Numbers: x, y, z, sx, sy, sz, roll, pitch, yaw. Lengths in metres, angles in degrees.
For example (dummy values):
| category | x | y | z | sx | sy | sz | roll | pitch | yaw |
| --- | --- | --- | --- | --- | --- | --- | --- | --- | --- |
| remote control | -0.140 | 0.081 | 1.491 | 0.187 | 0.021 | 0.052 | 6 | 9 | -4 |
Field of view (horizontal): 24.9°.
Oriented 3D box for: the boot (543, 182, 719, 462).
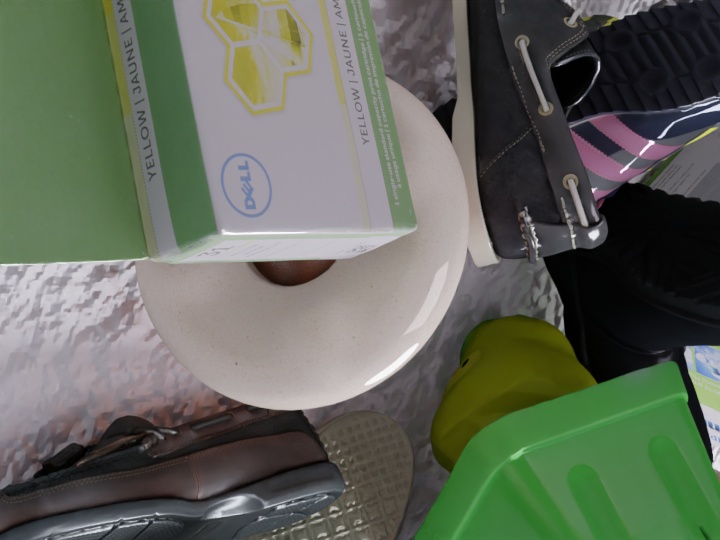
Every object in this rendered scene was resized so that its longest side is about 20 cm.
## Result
| category | x | y | z | sx | sy | sz | roll | pitch | yaw |
| --- | --- | --- | --- | --- | --- | --- | --- | --- | --- |
| boot | 0.172 | 0.046 | 0.881 | 0.076 | 0.200 | 0.169 | -28 | 118 | -20 |

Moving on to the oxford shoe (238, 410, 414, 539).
| category | x | y | z | sx | sy | sz | roll | pitch | yaw |
| --- | --- | --- | --- | --- | --- | --- | --- | --- | --- |
| oxford shoe | -0.037 | 0.160 | 0.824 | 0.201 | 0.075 | 0.058 | -62 | -175 | -18 |

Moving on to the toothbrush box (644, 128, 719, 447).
| category | x | y | z | sx | sy | sz | roll | pitch | yaw |
| --- | --- | --- | --- | --- | --- | --- | --- | --- | --- |
| toothbrush box | 0.255 | 0.001 | 1.060 | 0.146 | 0.086 | 0.201 | -45 | 137 | -26 |

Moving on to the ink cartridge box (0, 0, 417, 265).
| category | x | y | z | sx | sy | sz | roll | pitch | yaw |
| --- | --- | --- | --- | --- | --- | --- | --- | --- | --- |
| ink cartridge box | -0.074 | -0.076 | 0.564 | 0.199 | 0.048 | 0.146 | -2 | 77 | -48 |

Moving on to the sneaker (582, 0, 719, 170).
| category | x | y | z | sx | sy | sz | roll | pitch | yaw |
| --- | --- | --- | --- | --- | --- | --- | --- | --- | --- |
| sneaker | 0.166 | -0.098 | 0.896 | 0.199 | 0.075 | 0.085 | -6 | 131 | -20 |

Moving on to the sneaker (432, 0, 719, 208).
| category | x | y | z | sx | sy | sz | roll | pitch | yaw |
| --- | --- | --- | --- | --- | --- | --- | --- | --- | --- |
| sneaker | 0.121 | -0.069 | 0.811 | 0.082 | 0.199 | 0.070 | 53 | 24 | -49 |

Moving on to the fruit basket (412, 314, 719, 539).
| category | x | y | z | sx | sy | sz | roll | pitch | yaw |
| --- | --- | --- | --- | --- | --- | --- | --- | --- | --- |
| fruit basket | 0.081 | 0.111 | 0.841 | 0.155 | 0.215 | 0.217 | -14 | 120 | -33 |

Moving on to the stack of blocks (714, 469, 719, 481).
| category | x | y | z | sx | sy | sz | roll | pitch | yaw |
| --- | --- | --- | --- | --- | --- | --- | --- | --- | --- |
| stack of blocks | 0.173 | 0.152 | 0.948 | 0.115 | 0.199 | 0.059 | -9 | 116 | -49 |

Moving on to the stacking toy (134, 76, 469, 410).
| category | x | y | z | sx | sy | sz | roll | pitch | yaw |
| --- | --- | --- | --- | --- | --- | --- | --- | --- | --- |
| stacking toy | 0.000 | 0.000 | 0.741 | 0.147 | 0.146 | 0.200 | -64 | 158 | -2 |

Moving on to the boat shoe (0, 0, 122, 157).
| category | x | y | z | sx | sy | sz | roll | pitch | yaw |
| --- | --- | --- | --- | --- | --- | --- | --- | --- | --- |
| boat shoe | -0.118 | -0.072 | 0.596 | 0.200 | 0.060 | 0.076 | -19 | 89 | -47 |

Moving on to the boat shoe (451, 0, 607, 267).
| category | x | y | z | sx | sy | sz | roll | pitch | yaw |
| --- | --- | --- | --- | --- | --- | --- | --- | --- | --- |
| boat shoe | 0.079 | -0.098 | 0.753 | 0.072 | 0.067 | 0.201 | 48 | 37 | -59 |

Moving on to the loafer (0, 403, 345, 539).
| category | x | y | z | sx | sy | sz | roll | pitch | yaw |
| --- | --- | --- | --- | --- | --- | --- | --- | --- | --- |
| loafer | -0.093 | 0.092 | 0.726 | 0.072 | 0.063 | 0.199 | -36 | 157 | 35 |
